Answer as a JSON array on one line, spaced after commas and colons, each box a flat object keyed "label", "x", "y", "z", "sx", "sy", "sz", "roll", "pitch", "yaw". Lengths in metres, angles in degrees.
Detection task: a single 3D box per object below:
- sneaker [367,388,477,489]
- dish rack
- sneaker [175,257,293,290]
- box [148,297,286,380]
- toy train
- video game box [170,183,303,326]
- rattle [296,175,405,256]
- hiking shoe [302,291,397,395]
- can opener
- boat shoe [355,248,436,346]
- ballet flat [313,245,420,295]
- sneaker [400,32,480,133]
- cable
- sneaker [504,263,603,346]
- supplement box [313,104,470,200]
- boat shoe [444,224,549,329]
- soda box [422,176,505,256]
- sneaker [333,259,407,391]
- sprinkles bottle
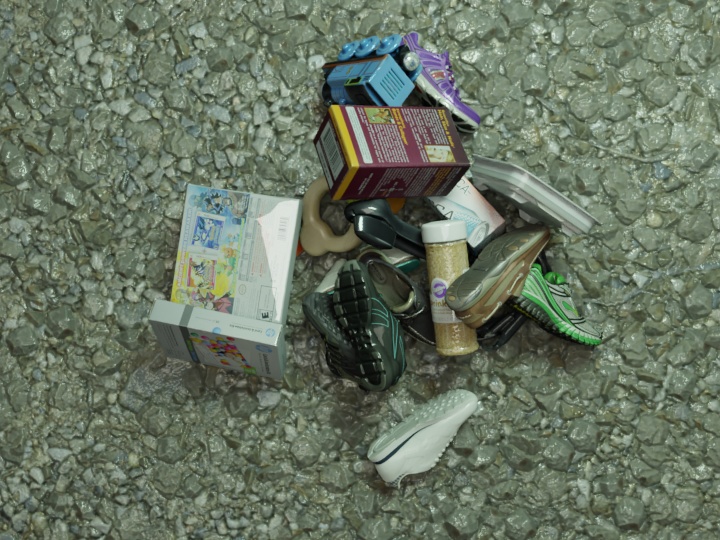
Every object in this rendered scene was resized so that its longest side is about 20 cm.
[{"label": "sneaker", "x": 0.110, "y": 0.267, "z": 1.287, "sx": 0.200, "sy": 0.076, "sz": 0.081, "roll": -35, "pitch": 98, "yaw": 6}, {"label": "dish rack", "x": 0.251, "y": -0.109, "z": 1.207, "sx": 0.171, "sy": 0.200, "sz": 0.044, "roll": 31, "pitch": 93, "yaw": -19}, {"label": "sneaker", "x": -0.195, "y": -0.035, "z": 1.307, "sx": 0.199, "sy": 0.071, "sz": 0.113, "roll": 17, "pitch": 92, "yaw": 6}, {"label": "box", "x": -0.219, "y": 0.111, "z": 1.261, "sx": 0.199, "sy": 0.156, "sz": 0.041, "roll": 11, "pitch": 63, "yaw": 2}, {"label": "toy train", "x": 0.009, "y": -0.301, "z": 1.249, "sx": 0.087, "sy": 0.200, "sz": 0.114, "roll": 46, "pitch": 71, "yaw": -32}, {"label": "video game box", "x": -0.193, "y": -0.023, "z": 1.248, "sx": 0.182, "sy": 0.047, "sz": 0.201, "roll": 9, "pitch": 91, "yaw": 7}, {"label": "rattle", "x": -0.042, "y": -0.084, "z": 1.325, "sx": 0.130, "sy": 0.143, "sz": 0.200, "roll": 45, "pitch": 126, "yaw": -2}, {"label": "hiking shoe", "x": -0.033, "y": 0.124, "z": 1.268, "sx": 0.200, "sy": 0.076, "sz": 0.101, "roll": 47, "pitch": 128, "yaw": -10}, {"label": "can opener", "x": 0.054, "y": -0.056, "z": 1.229, "sx": 0.063, "sy": 0.200, "sz": 0.079, "roll": -7, "pitch": 68, "yaw": 44}, {"label": "boat shoe", "x": 0.068, "y": 0.049, "z": 1.249, "sx": 0.072, "sy": 0.065, "sz": 0.200, "roll": -40, "pitch": 101, "yaw": 7}, {"label": "ballet flat", "x": 0.000, "y": 0.000, "z": 1.305, "sx": 0.199, "sy": 0.069, "sz": 0.070, "roll": -24, "pitch": 87, "yaw": -2}, {"label": "sneaker", "x": 0.128, "y": -0.308, "z": 1.299, "sx": 0.083, "sy": 0.081, "sz": 0.200, "roll": -41, "pitch": 86, "yaw": -5}, {"label": "cable", "x": 0.215, "y": 0.019, "z": 1.300, "sx": 0.163, "sy": 0.051, "sz": 0.200, "roll": 40, "pitch": 93, "yaw": 9}, {"label": "sneaker", "x": 0.312, "y": 0.055, "z": 1.247, "sx": 0.200, "sy": 0.078, "sz": 0.085, "roll": 33, "pitch": 84, "yaw": -27}, {"label": "supplement box", "x": 0.046, "y": -0.172, "z": 1.172, "sx": 0.199, "sy": 0.086, "sz": 0.111, "roll": -4, "pitch": 63, "yaw": -27}, {"label": "boat shoe", "x": 0.208, "y": 0.007, "z": 1.182, "sx": 0.200, "sy": 0.076, "sz": 0.072, "roll": -40, "pitch": 114, "yaw": -16}, {"label": "soda box", "x": 0.141, "y": -0.121, "z": 1.277, "sx": 0.068, "sy": 0.064, "sz": 0.200, "roll": -40, "pitch": 73, "yaw": 1}, {"label": "sneaker", "x": 0.017, "y": 0.079, "z": 1.213, "sx": 0.075, "sy": 0.079, "sz": 0.201, "roll": -12, "pitch": 93, "yaw": 43}, {"label": "sprinkles bottle", "x": 0.137, "y": 0.025, "z": 1.214, "sx": 0.068, "sy": 0.068, "sz": 0.201, "roll": -7, "pitch": 96, "yaw": 3}]
